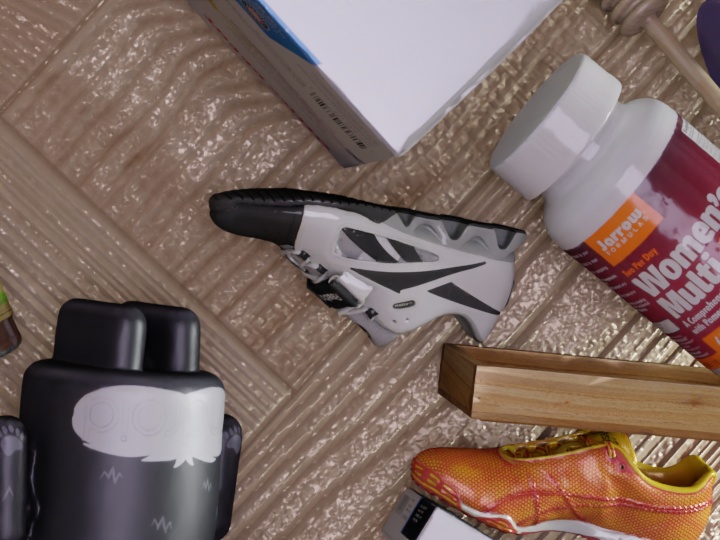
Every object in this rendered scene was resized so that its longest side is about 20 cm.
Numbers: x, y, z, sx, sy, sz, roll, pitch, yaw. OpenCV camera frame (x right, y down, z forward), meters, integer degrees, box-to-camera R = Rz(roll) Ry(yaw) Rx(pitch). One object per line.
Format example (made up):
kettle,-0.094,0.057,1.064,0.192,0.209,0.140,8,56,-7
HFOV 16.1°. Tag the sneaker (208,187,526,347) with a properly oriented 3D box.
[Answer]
sneaker,0.000,0.000,1.546,0.199,0.074,0.089,11,95,-14

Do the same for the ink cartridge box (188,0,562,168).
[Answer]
ink cartridge box,0.006,-0.162,1.477,0.145,0.200,0.147,-44,98,-7

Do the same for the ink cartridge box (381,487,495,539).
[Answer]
ink cartridge box,0.111,0.202,1.561,0.199,0.099,0.039,33,86,-10

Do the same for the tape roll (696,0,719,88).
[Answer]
tape roll,0.294,-0.101,1.527,0.085,0.200,0.201,-33,97,-6

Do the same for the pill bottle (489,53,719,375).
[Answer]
pill bottle,0.182,-0.035,1.557,0.200,0.110,0.110,39,86,-9

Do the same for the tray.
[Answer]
tray,0.155,0.077,1.560,0.199,0.099,0.037,5,95,-11

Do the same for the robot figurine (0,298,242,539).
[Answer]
robot figurine,-0.145,0.119,1.505,0.149,0.125,0.201,4,92,-4

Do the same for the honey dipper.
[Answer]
honey dipper,0.210,-0.115,1.558,0.038,0.038,0.200,-37,75,-6

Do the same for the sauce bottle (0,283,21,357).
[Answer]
sauce bottle,-0.265,-0.035,1.506,0.064,0.065,0.201,-23,98,-7

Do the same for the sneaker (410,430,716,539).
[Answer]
sneaker,0.124,0.126,1.573,0.199,0.073,0.078,9,105,-20
